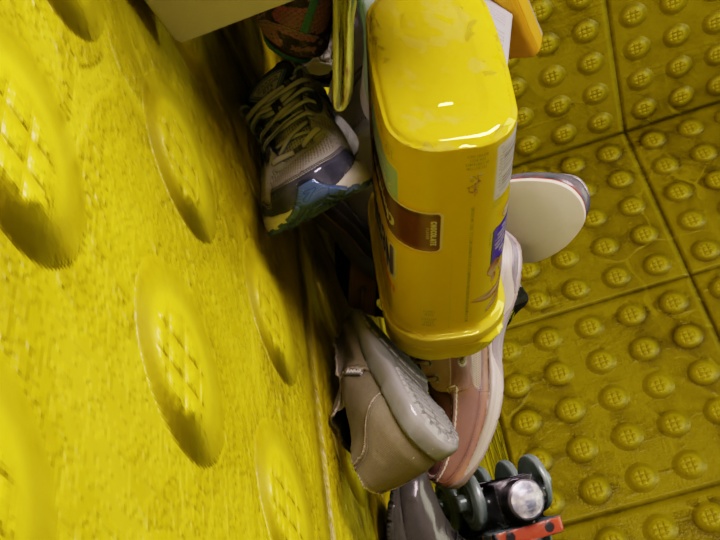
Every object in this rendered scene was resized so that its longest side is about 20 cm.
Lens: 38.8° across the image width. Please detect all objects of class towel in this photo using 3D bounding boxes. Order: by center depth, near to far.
[{"bbox_3d":[-0.009,-0.147,0.654,0.200,0.018,0.087,-95,-176,-79],"label":"towel"}]

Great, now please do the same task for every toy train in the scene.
[{"bbox_3d":[0.106,0.220,0.843,0.200,0.084,0.115,136,-59,-67],"label":"toy train"}]

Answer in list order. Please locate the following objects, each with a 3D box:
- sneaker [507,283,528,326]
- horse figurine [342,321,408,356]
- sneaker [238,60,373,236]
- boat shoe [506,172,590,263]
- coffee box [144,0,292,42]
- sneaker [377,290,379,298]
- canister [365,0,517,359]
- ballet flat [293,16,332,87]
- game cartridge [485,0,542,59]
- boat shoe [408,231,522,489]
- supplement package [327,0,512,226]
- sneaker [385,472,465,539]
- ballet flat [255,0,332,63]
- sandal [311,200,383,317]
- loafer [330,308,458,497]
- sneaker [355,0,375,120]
[{"bbox_3d":[0.100,0.039,0.934,0.075,0.084,0.200,56,-8,-7],"label":"sneaker"},{"bbox_3d":[0.043,0.099,0.876,0.133,0.050,0.200,53,13,11],"label":"horse figurine"},{"bbox_3d":[-0.047,-0.087,0.665,0.086,0.077,0.200,60,5,-19],"label":"sneaker"},{"bbox_3d":[0.119,-0.040,0.845,0.199,0.062,0.072,-26,-83,54],"label":"boat shoe"},{"bbox_3d":[-0.053,-0.269,0.474,0.200,0.196,0.202,57,17,-64],"label":"coffee box"},{"bbox_3d":[0.028,-0.059,0.955,0.201,0.087,0.076,-96,168,-50],"label":"sneaker"},{"bbox_3d":[0.048,-0.060,0.658,0.201,0.085,0.150,86,-3,-52],"label":"canister"},{"bbox_3d":[-0.047,-0.225,0.915,0.200,0.073,0.075,48,26,-69],"label":"ballet flat"},{"bbox_3d":[0.051,-0.257,0.910,0.200,0.175,0.033,46,53,-51],"label":"game cartridge"},{"bbox_3d":[0.068,0.062,0.780,0.076,0.071,0.202,153,-51,-69],"label":"boat shoe"},{"bbox_3d":[0.044,-0.142,0.859,0.116,0.117,0.202,26,52,-20],"label":"supplement package"},{"bbox_3d":[0.076,0.233,0.742,0.076,0.090,0.202,-31,103,-80],"label":"sneaker"},{"bbox_3d":[-0.051,-0.218,0.730,0.069,0.072,0.201,17,29,-25],"label":"ballet flat"},{"bbox_3d":[0.000,0.000,0.814,0.200,0.054,0.082,45,10,-38],"label":"sandal"},{"bbox_3d":[0.005,0.085,0.687,0.075,0.070,0.200,45,4,-14],"label":"loafer"},{"bbox_3d":[0.040,-0.212,0.742,0.118,0.073,0.202,127,-37,-54],"label":"sneaker"}]
